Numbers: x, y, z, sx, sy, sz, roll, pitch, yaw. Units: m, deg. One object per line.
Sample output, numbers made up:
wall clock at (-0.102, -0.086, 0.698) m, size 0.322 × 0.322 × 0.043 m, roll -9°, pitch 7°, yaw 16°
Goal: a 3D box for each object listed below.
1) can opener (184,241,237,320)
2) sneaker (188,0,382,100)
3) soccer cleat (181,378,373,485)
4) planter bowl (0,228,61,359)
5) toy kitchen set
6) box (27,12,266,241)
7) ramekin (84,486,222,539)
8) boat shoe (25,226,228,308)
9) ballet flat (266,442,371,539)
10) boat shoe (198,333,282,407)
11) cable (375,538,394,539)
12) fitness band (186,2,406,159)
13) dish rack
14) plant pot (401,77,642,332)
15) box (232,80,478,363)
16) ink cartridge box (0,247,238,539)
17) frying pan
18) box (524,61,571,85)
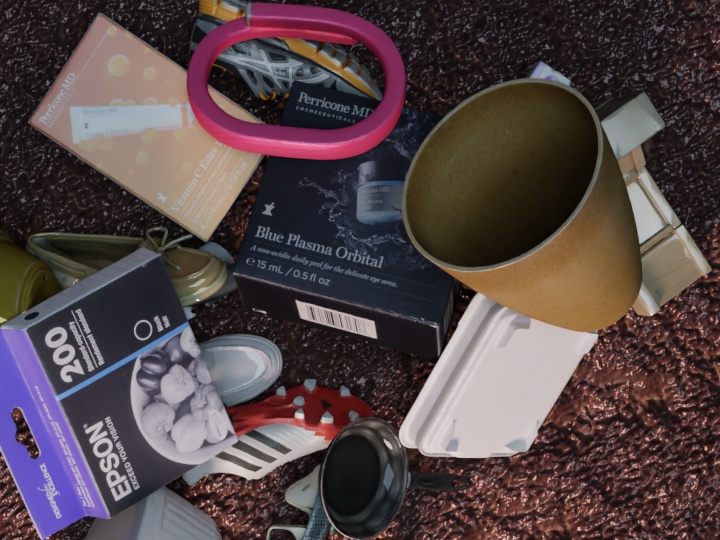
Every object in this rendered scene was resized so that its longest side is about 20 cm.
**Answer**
can opener at (-0.197, 0.038, 1.695) m, size 0.199 × 0.066 × 0.053 m, roll -34°, pitch 92°, yaw -17°
sneaker at (-0.072, -0.194, 1.709) m, size 0.199 × 0.078 × 0.078 m, roll 26°, pitch 103°, yaw -2°
soccer cleat at (-0.085, 0.162, 1.734) m, size 0.199 × 0.069 × 0.086 m, roll -8°, pitch 131°, yaw -19°
planter bowl at (-0.321, 0.045, 1.621) m, size 0.083 × 0.200 × 0.202 m, roll 0°, pitch 94°, yaw 13°
toy kitchen set at (0.229, -0.035, 1.681) m, size 0.163 × 0.180 × 0.200 m, roll -35°, pitch 96°, yaw -6°
box at (-0.193, -0.133, 1.684) m, size 0.199 × 0.097 × 0.125 m, roll 33°, pitch 90°, yaw -6°
ramekin at (-0.206, 0.297, 1.669) m, size 0.094 × 0.202 × 0.203 m, roll 27°, pitch 91°, yaw -18°
boat shoe at (-0.221, -0.003, 1.669) m, size 0.199 × 0.073 × 0.063 m, roll -2°, pitch 123°, yaw 18°
ballet flat at (-0.052, 0.247, 1.739) m, size 0.074 × 0.074 × 0.201 m, roll 21°, pitch 90°, yaw -6°
boat shoe at (-0.172, 0.104, 1.716) m, size 0.199 × 0.069 × 0.073 m, roll -5°, pitch 94°, yaw -4°
cable at (-0.019, 0.339, 1.720) m, size 0.199 × 0.051 × 0.164 m, roll -28°, pitch 126°, yaw -23°
fitness band at (-0.058, -0.171, 1.616) m, size 0.199 × 0.037 × 0.144 m, roll 5°, pitch 65°, yaw 3°
dish rack at (0.141, 0.102, 1.685) m, size 0.171 × 0.044 × 0.201 m, roll 5°, pitch 123°, yaw -43°
plant pot at (0.163, -0.034, 1.549) m, size 0.186 × 0.186 × 0.200 m, roll -47°, pitch 137°, yaw -1°
box at (0.005, -0.045, 1.652) m, size 0.195 × 0.118 × 0.201 m, roll 14°, pitch 72°, yaw 8°
ink cartridge box at (-0.230, 0.112, 1.589) m, size 0.199 × 0.043 × 0.199 m, roll -30°, pitch 111°, yaw -24°
frying pan at (0.027, 0.185, 1.716) m, size 0.189 × 0.031 × 0.116 m, roll -21°, pitch 107°, yaw -42°
box at (0.134, -0.110, 1.744) m, size 0.039 × 0.041 × 0.201 m, roll 33°, pitch 89°, yaw -6°
